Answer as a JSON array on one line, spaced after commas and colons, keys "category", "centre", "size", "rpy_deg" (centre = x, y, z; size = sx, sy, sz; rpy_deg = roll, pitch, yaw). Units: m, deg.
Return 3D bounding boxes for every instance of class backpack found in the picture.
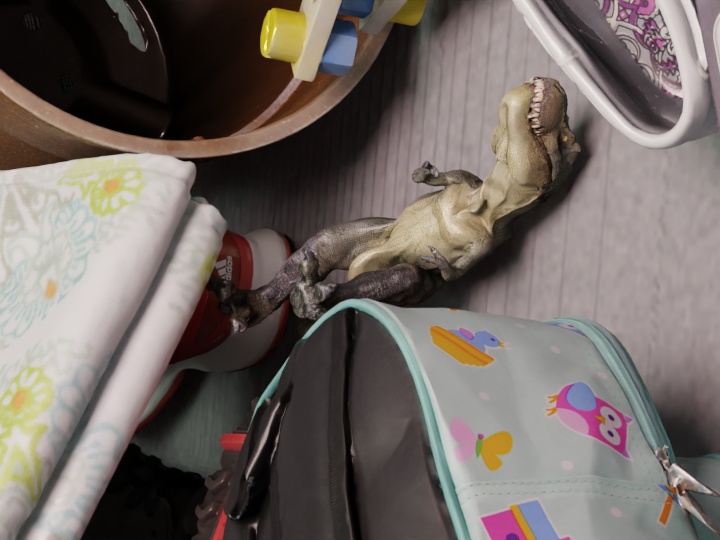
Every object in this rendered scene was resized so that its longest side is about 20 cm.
[{"category": "backpack", "centre": [0.039, 0.110, 0.607], "size": [0.200, 0.153, 0.176], "rpy_deg": [67, 147, 34]}]

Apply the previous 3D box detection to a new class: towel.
[{"category": "towel", "centre": [-0.145, 0.049, 0.761], "size": [0.171, 0.048, 0.200], "rpy_deg": [-3, 55, 47]}]

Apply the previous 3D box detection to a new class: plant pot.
[{"category": "plant pot", "centre": [-0.111, -0.110, 0.870], "size": [0.198, 0.200, 0.201], "rpy_deg": [146, 123, -62]}]

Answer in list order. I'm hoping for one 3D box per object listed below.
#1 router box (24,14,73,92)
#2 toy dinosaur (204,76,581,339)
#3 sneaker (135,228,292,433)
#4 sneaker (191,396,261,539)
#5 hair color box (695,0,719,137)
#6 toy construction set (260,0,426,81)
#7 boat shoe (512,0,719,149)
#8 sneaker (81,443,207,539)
[{"category": "router box", "centre": [-0.179, -0.037, 1.087], "size": [0.149, 0.051, 0.200], "rpy_deg": [-52, 44, 45]}, {"category": "toy dinosaur", "centre": [0.000, 0.000, 0.757], "size": [0.200, 0.088, 0.048], "rpy_deg": [-37, 73, 52]}, {"category": "sneaker", "centre": [-0.124, 0.015, 0.920], "size": [0.200, 0.115, 0.078], "rpy_deg": [-32, 50, 49]}, {"category": "sneaker", "centre": [-0.015, 0.116, 0.756], "size": [0.079, 0.096, 0.200], "rpy_deg": [14, 67, 43]}, {"category": "hair color box", "centre": [0.135, -0.103, 0.571], "size": [0.100, 0.060, 0.200], "rpy_deg": [-34, 57, 52]}, {"category": "toy construction set", "centre": [0.027, -0.161, 0.724], "size": [0.200, 0.092, 0.131], "rpy_deg": [-36, 45, 47]}, {"category": "boat shoe", "centre": [0.047, -0.122, 0.624], "size": [0.072, 0.068, 0.200], "rpy_deg": [-25, 96, 41]}, {"category": "sneaker", "centre": [-0.073, 0.085, 0.830], "size": [0.200, 0.071, 0.099], "rpy_deg": [49, 127, 5]}]
